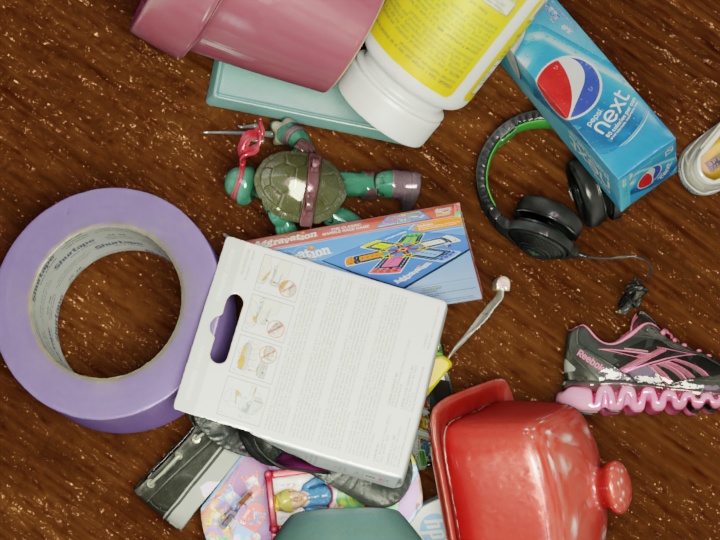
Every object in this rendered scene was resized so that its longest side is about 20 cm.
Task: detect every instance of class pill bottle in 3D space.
[{"bbox_3d":[0.074,-0.212,1.428,0.114,0.114,0.200,38,111,-2],"label":"pill bottle"}]

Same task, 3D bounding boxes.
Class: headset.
[{"bbox_3d":[0.190,-0.050,1.508,0.123,0.094,0.200,-38,75,-7],"label":"headset"}]

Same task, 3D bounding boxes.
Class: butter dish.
[{"bbox_3d":[0.158,0.191,1.411,0.146,0.200,0.202,-11,89,26],"label":"butter dish"}]

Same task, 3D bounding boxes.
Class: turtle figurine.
[{"bbox_3d":[-0.050,-0.061,1.468,0.198,0.101,0.151,12,84,-7],"label":"turtle figurine"}]

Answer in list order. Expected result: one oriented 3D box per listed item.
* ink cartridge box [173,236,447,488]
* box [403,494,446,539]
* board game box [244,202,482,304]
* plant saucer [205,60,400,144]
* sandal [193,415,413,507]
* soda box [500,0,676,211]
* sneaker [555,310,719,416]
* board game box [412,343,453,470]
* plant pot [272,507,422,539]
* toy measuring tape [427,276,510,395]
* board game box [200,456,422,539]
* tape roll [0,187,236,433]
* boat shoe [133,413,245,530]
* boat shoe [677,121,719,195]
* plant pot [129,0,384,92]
[{"bbox_3d":[-0.039,0.077,1.399,0.198,0.057,0.164,15,69,2],"label":"ink cartridge box"},{"bbox_3d":[0.018,0.314,1.493,0.198,0.041,0.157,-24,89,-5],"label":"box"},{"bbox_3d":[0.000,0.000,1.445,0.198,0.103,0.020,-9,44,10],"label":"board game box"},{"bbox_3d":[-0.038,-0.166,1.513,0.198,0.019,0.071,11,88,-4],"label":"plant saucer"},{"bbox_3d":[-0.047,0.144,1.419,0.199,0.048,0.076,21,99,-2],"label":"sandal"},{"bbox_3d":[0.194,-0.154,1.462,0.064,0.068,0.201,-35,65,-4],"label":"soda box"},{"bbox_3d":[0.274,0.083,1.503,0.198,0.079,0.097,0,77,-5],"label":"sneaker"},{"bbox_3d":[0.025,0.084,1.508,0.104,0.023,0.202,-14,90,-1],"label":"board game box"},{"bbox_3d":[-0.010,0.268,1.371,0.198,0.200,0.136,-1,77,-3],"label":"plant pot"},{"bbox_3d":[0.048,0.068,1.468,0.073,0.074,0.200,40,82,-2],"label":"toy measuring tape"},{"bbox_3d":[-0.041,0.205,1.460,0.158,0.039,0.201,38,84,6],"label":"board game box"},{"bbox_3d":[-0.211,0.036,1.441,0.198,0.085,0.202,-1,76,5],"label":"tape roll"},{"bbox_3d":[-0.124,0.134,1.474,0.063,0.071,0.201,38,89,-3],"label":"boat shoe"},{"bbox_3d":[0.376,-0.141,1.509,0.199,0.070,0.071,-35,91,-3],"label":"boat shoe"},{"bbox_3d":[-0.077,-0.251,1.431,0.178,0.200,0.201,28,87,-13],"label":"plant pot"}]
